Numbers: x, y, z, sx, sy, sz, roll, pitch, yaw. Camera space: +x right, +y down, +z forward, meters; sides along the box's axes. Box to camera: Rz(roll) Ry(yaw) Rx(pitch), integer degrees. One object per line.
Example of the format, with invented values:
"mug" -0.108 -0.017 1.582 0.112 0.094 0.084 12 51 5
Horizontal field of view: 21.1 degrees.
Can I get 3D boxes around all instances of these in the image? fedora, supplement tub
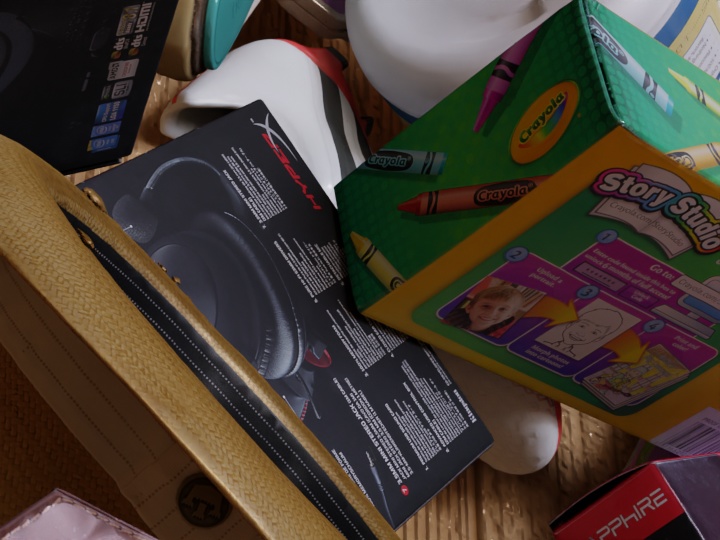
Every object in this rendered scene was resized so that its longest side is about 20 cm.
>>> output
"fedora" -0.056 0.057 0.470 0.201 0.082 0.201 48 0 -1
"supplement tub" 0.097 -0.073 0.790 0.200 0.144 0.145 49 31 -46

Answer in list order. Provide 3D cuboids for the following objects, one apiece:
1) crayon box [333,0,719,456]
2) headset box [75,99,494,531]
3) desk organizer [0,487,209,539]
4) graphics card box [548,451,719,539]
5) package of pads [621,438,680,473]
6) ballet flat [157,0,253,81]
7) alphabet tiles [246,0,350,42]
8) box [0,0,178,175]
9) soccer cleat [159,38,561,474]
"crayon box" 0.104 -0.005 0.685 0.200 0.119 0.058 25 41 -38
"headset box" -0.066 0.048 0.612 0.149 0.075 0.200 55 37 1
"desk organizer" -0.123 0.108 0.400 0.077 0.200 0.072 33 42 -24
"graphics card box" 0.156 0.153 0.646 0.125 0.051 0.200 5 51 -58
"package of pads" 0.191 0.099 0.818 0.154 0.068 0.200 28 35 12
"ballet flat" -0.050 -0.139 0.716 0.063 0.069 0.200 14 36 12
"alphabet tiles" -0.070 -0.174 0.795 0.200 0.015 0.196 37 34 -8
"box" -0.126 -0.075 0.496 0.160 0.200 0.044 -14 70 -22
"soccer cleat" 0.000 0.000 0.735 0.085 0.069 0.200 -27 80 -45
